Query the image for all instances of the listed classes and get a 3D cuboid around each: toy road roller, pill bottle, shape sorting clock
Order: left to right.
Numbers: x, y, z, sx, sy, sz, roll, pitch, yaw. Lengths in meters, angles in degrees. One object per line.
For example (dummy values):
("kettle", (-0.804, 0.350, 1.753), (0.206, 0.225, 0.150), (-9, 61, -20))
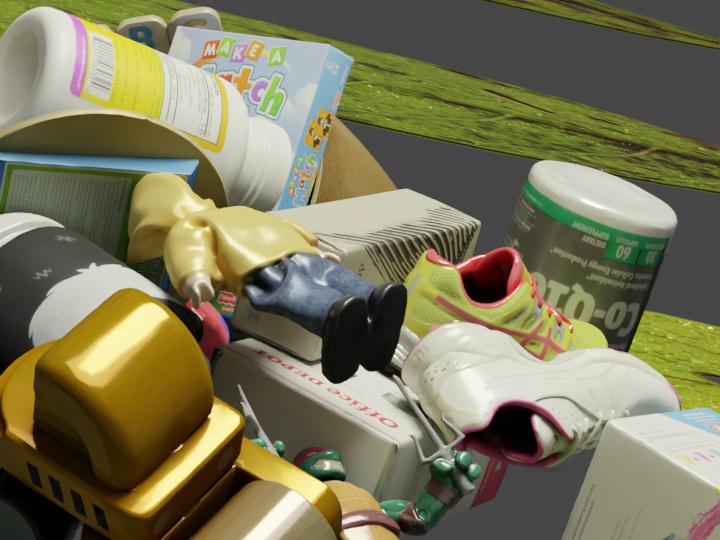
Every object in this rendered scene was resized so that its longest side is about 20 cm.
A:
("shape sorting clock", (-0.182, -0.025, 1.655), (0.199, 0.201, 0.039), (13, 37, -23))
("pill bottle", (-0.146, -0.093, 1.698), (0.199, 0.105, 0.104), (21, 13, -33))
("toy road roller", (-0.108, 0.104, 1.365), (0.199, 0.147, 0.123), (29, 47, 20))
("pill bottle", (0.141, 0.033, 1.832), (0.112, 0.201, 0.113), (18, 16, -5))

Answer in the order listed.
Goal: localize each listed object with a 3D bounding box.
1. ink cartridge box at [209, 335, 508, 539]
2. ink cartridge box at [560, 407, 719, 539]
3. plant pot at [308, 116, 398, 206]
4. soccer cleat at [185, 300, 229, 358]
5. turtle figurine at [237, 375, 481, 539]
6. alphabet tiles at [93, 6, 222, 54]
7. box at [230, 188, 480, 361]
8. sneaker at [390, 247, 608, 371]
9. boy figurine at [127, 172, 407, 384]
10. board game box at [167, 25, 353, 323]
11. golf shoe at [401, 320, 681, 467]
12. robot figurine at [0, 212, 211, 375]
("ink cartridge box", (-0.001, 0.100, 1.663), (0.145, 0.085, 0.200), (27, 19, 23))
("ink cartridge box", (0.240, 0.188, 1.587), (0.199, 0.126, 0.128), (30, 19, 34))
("plant pot", (-0.044, -0.034, 1.916), (0.186, 0.187, 0.200), (34, 6, 40))
("soccer cleat", (-0.180, 0.010, 1.771), (0.199, 0.067, 0.077), (17, 27, 5))
("turtle figurine", (0.003, 0.146, 1.496), (0.149, 0.101, 0.200), (-8, 44, -29))
("alphabet tiles", (-0.149, -0.109, 1.942), (0.198, 0.197, 0.015), (-9, 41, 1))
("box", (0.000, 0.000, 1.698), (0.068, 0.083, 0.200), (25, 18, 23))
("sneaker", (0.099, 0.031, 1.695), (0.199, 0.091, 0.078), (8, 18, -44))
("boy figurine", (-0.072, -0.001, 1.554), (0.199, 0.065, 0.124), (25, 26, 30))
("board game box", (-0.098, -0.068, 1.816), (0.151, 0.201, 0.037), (11, -11, 40))
("golf shoe", (0.120, 0.093, 1.613), (0.199, 0.076, 0.092), (10, 37, -27))
("robot figurine", (-0.179, 0.047, 1.562), (0.199, 0.125, 0.150), (31, -4, 34))
